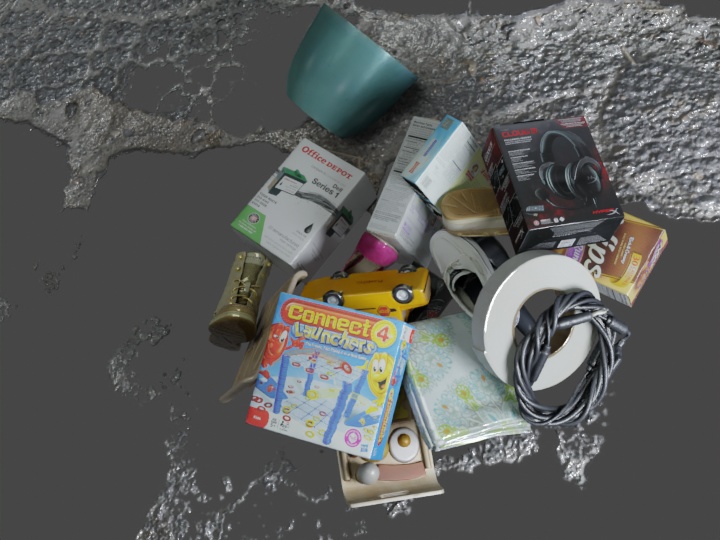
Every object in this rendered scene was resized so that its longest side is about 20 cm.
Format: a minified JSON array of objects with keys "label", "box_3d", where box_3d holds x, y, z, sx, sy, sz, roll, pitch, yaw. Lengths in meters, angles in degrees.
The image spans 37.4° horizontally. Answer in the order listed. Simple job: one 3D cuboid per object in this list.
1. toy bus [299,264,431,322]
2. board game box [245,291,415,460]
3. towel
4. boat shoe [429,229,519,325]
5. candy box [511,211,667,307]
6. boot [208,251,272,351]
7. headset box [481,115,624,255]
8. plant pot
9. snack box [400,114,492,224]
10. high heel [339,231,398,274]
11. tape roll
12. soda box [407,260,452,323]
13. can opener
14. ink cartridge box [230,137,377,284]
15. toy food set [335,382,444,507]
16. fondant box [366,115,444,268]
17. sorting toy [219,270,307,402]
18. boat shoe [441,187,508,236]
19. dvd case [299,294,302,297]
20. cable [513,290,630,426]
[{"label":"toy bus","box_3d":[0.007,0.046,1.596,0.199,0.078,0.065,-5,30,16]},{"label":"board game box","box_3d":[-0.043,0.149,1.517,0.199,0.056,0.196,12,84,20]},{"label":"towel","box_3d":[0.146,0.156,1.545,0.171,0.048,0.200,-8,63,-24]},{"label":"boat shoe","box_3d":[0.155,0.013,1.578,0.072,0.066,0.200,-47,57,27]},{"label":"candy box","box_3d":[0.343,-0.043,1.598,0.200,0.056,0.117,27,80,27]},{"label":"boot","box_3d":[-0.186,0.038,1.704,0.073,0.200,0.156,19,72,-6]},{"label":"headset box","box_3d":[0.272,-0.133,1.540,0.148,0.077,0.200,-8,63,-13]},{"label":"plant pot","box_3d":[-0.029,-0.320,1.782,0.201,0.200,0.161,44,102,29]},{"label":"snack box","box_3d":[0.149,-0.134,1.625,0.037,0.200,0.116,33,83,40]},{"label":"high heel","box_3d":[0.000,0.000,1.643,0.067,0.200,0.096,37,78,-7]},{"label":"tape roll","box_3d":[0.250,0.071,1.513,0.203,0.203,0.037,-52,29,-5]},{"label":"soda box","box_3d":[0.057,0.089,1.650,0.071,0.063,0.200,35,85,29]},{"label":"can opener","box_3d":[0.209,0.023,1.617,0.079,0.063,0.200,-38,61,11]},{"label":"ink cartridge box","box_3d":[-0.092,-0.101,1.761,0.146,0.084,0.200,32,77,28]},{"label":"toy food set","box_3d":[0.036,0.235,1.551,0.143,0.060,0.201,-6,78,-13]},{"label":"fondant box","box_3d":[0.094,-0.119,1.674,0.058,0.144,0.200,17,76,28]},{"label":"sorting toy","box_3d":[-0.146,0.108,1.656,0.036,0.185,0.200,29,66,-10]},{"label":"boat shoe","box_3d":[0.219,-0.087,1.597,0.199,0.069,0.074,-2,58,0]},{"label":"dvd case","box_3d":[-0.081,0.132,1.665,0.150,0.025,0.200,-53,36,-4]},{"label":"cable","box_3d":[0.289,0.129,1.496,0.200,0.163,0.051,-52,31,-3]}]
